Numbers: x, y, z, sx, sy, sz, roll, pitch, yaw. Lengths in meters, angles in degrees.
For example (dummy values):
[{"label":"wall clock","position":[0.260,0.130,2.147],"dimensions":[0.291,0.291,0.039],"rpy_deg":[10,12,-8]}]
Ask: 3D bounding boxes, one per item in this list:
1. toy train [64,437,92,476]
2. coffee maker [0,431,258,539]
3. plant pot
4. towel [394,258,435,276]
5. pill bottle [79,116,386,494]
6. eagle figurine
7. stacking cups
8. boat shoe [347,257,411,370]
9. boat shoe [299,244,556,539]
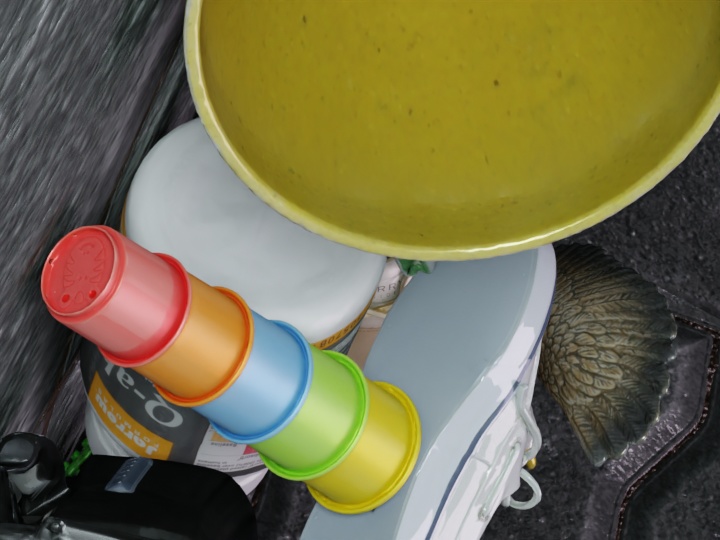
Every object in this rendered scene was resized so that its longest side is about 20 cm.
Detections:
[{"label":"toy train","position":[-0.154,0.129,1.573],"dimensions":[0.056,0.042,0.200],"rpy_deg":[-53,180,10]},{"label":"coffee maker","position":[-0.091,0.154,1.172],"dimensions":[0.135,0.191,0.200],"rpy_deg":[-62,179,5]},{"label":"plant pot","position":[0.029,-0.125,1.042],"dimensions":[0.142,0.199,0.201],"rpy_deg":[-103,-147,-52]},{"label":"towel","position":[0.015,-0.111,1.208],"dimensions":[0.153,0.023,0.201],"rpy_deg":[55,34,-71]},{"label":"pill bottle","position":[-0.063,0.025,1.296],"dimensions":[0.117,0.116,0.200],"rpy_deg":[-61,178,-34]},{"label":"eagle figurine","position":[0.072,0.039,1.531],"dimensions":[0.152,0.151,0.200],"rpy_deg":[-50,-174,-2]},{"label":"stacking cups","position":[-0.051,0.034,1.149],"dimensions":[0.200,0.060,0.061],"rpy_deg":[38,76,-47]},{"label":"boat shoe","position":[0.000,0.000,1.363],"dimensions":[0.069,0.073,0.201],"rpy_deg":[151,-67,-79]},{"label":"boat shoe","position":[0.044,0.080,1.249],"dimensions":[0.086,0.074,0.203],"rpy_deg":[32,77,-48]}]
